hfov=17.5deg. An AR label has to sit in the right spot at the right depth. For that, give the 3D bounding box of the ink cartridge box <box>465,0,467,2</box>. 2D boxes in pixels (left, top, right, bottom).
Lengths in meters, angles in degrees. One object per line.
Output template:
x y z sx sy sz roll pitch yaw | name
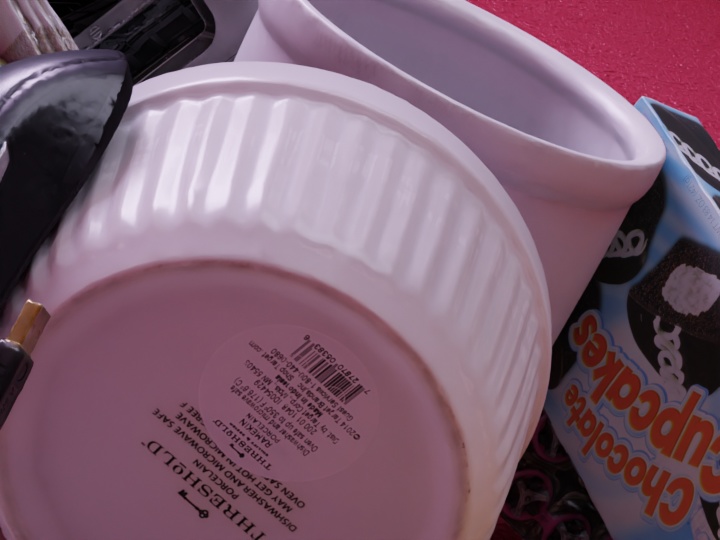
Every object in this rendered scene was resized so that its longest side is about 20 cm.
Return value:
0.033 -0.059 1.207 0.200 0.145 0.084 40 21 33 | ink cartridge box

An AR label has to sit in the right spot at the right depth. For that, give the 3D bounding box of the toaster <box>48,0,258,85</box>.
-0.117 -0.138 1.028 0.182 0.199 0.119 58 20 7 | toaster

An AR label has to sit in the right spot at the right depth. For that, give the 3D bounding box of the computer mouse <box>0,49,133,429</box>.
-0.126 -0.002 0.715 0.046 0.201 0.140 39 -20 -23 | computer mouse

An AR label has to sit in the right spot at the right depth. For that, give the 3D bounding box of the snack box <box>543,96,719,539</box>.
0.128 0.041 0.911 0.037 0.116 0.201 15 34 -37 | snack box

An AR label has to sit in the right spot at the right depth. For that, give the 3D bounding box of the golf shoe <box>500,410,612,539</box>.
0.112 0.094 1.046 0.199 0.073 0.092 24 10 -38 | golf shoe

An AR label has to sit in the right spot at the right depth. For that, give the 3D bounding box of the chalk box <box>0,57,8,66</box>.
-0.216 -0.047 0.872 0.200 0.124 0.124 38 22 32 | chalk box

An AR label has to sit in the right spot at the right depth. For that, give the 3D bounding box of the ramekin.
-0.037 0.041 0.786 0.199 0.201 0.105 25 28 -6 | ramekin

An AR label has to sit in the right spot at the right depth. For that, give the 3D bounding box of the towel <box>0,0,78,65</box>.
-0.159 -0.095 0.934 0.031 0.149 0.201 -27 89 -32 | towel

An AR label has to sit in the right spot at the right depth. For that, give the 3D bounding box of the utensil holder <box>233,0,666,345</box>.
0.000 0.000 0.924 0.169 0.201 0.170 24 20 -9 | utensil holder
